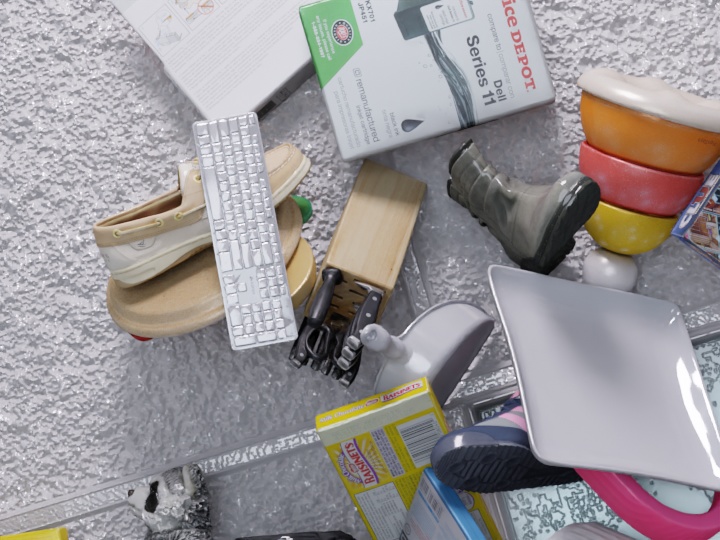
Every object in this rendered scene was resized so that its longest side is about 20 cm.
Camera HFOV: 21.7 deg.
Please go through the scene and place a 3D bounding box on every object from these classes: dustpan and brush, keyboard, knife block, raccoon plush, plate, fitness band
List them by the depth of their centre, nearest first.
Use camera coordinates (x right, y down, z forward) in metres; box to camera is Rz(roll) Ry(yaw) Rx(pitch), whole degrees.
[{"bbox_3d":[0.201,0.095,1.556,0.199,0.032,0.200,12,46,-26],"label":"plate"},{"bbox_3d":[0.234,0.143,1.581,0.200,0.144,0.037,47,129,14],"label":"fitness band"},{"bbox_3d":[-0.098,-0.034,1.584,0.056,0.011,0.200,-9,79,-10],"label":"keyboard"},{"bbox_3d":[0.043,0.074,1.592,0.057,0.200,0.140,34,90,14],"label":"dustpan and brush"},{"bbox_3d":[0.000,0.000,1.619,0.064,0.176,0.200,23,87,-3],"label":"knife block"},{"bbox_3d":[-0.129,0.262,1.680,0.200,0.097,0.134,35,74,-17],"label":"raccoon plush"}]

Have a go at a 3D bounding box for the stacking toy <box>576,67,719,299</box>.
[{"bbox_3d":[0.233,-0.066,1.628,0.146,0.146,0.200,19,102,13],"label":"stacking toy"}]

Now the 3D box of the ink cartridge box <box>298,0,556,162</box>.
[{"bbox_3d":[0.061,-0.191,1.664,0.200,0.083,0.147,-17,95,3],"label":"ink cartridge box"}]

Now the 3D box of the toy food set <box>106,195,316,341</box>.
[{"bbox_3d":[-0.134,-0.009,1.666,0.200,0.049,0.198,-22,36,11],"label":"toy food set"}]

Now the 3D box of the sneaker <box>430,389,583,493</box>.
[{"bbox_3d":[0.130,0.138,1.591,0.070,0.200,0.082,-52,50,36],"label":"sneaker"}]

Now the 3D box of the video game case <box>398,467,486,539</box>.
[{"bbox_3d":[0.058,0.286,1.564,0.143,0.018,0.200,55,135,50],"label":"video game case"}]

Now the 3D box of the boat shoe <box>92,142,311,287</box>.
[{"bbox_3d":[-0.139,-0.061,1.621,0.200,0.074,0.069,-31,110,-2],"label":"boat shoe"}]

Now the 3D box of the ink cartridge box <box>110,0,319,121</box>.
[{"bbox_3d":[-0.104,-0.246,1.744,0.200,0.044,0.174,-41,77,3],"label":"ink cartridge box"}]

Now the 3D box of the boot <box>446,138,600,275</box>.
[{"bbox_3d":[0.126,-0.063,1.600,0.131,0.200,0.068,43,75,9],"label":"boot"}]

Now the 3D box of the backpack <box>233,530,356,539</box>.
[{"bbox_3d":[-0.045,0.320,1.574,0.126,0.167,0.200,-8,80,21],"label":"backpack"}]

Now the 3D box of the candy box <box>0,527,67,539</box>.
[{"bbox_3d":[-0.307,0.340,1.705,0.102,0.026,0.200,-9,81,6],"label":"candy box"}]

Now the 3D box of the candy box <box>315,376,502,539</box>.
[{"bbox_3d":[0.045,0.185,1.602,0.102,0.026,0.200,-19,123,9],"label":"candy box"}]

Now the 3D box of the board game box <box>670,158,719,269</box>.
[{"bbox_3d":[0.379,-0.030,1.586,0.200,0.035,0.136,35,90,-13],"label":"board game box"}]

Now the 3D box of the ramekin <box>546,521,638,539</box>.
[{"bbox_3d":[0.178,0.299,1.546,0.094,0.202,0.202,30,89,26],"label":"ramekin"}]
